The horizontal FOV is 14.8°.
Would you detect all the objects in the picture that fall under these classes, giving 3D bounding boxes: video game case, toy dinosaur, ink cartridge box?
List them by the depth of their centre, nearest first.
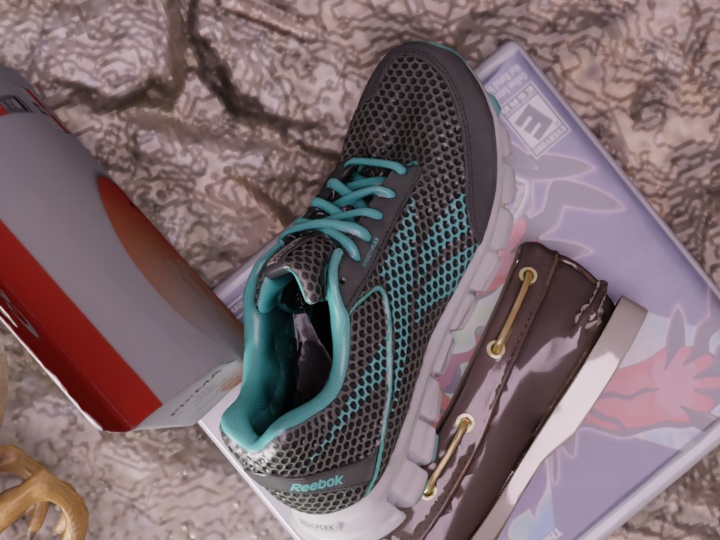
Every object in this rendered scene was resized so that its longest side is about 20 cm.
[{"bbox_3d":[-0.115,-0.015,1.024,0.050,0.200,0.162,-42,84,1],"label":"ink cartridge box"},{"bbox_3d":[-0.157,0.078,1.079,0.106,0.061,0.200,16,127,-32],"label":"toy dinosaur"},{"bbox_3d":[0.043,0.039,1.131,0.200,0.023,0.182,-40,94,2],"label":"video game case"}]

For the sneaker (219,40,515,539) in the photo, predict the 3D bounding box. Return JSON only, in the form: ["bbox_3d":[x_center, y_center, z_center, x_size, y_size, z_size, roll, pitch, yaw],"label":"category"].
[{"bbox_3d":[0.000,0.000,1.049,0.077,0.091,0.201,2,71,33],"label":"sneaker"}]

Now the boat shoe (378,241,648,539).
[{"bbox_3d":[0.035,0.083,1.091,0.059,0.072,0.201,34,90,3],"label":"boat shoe"}]
